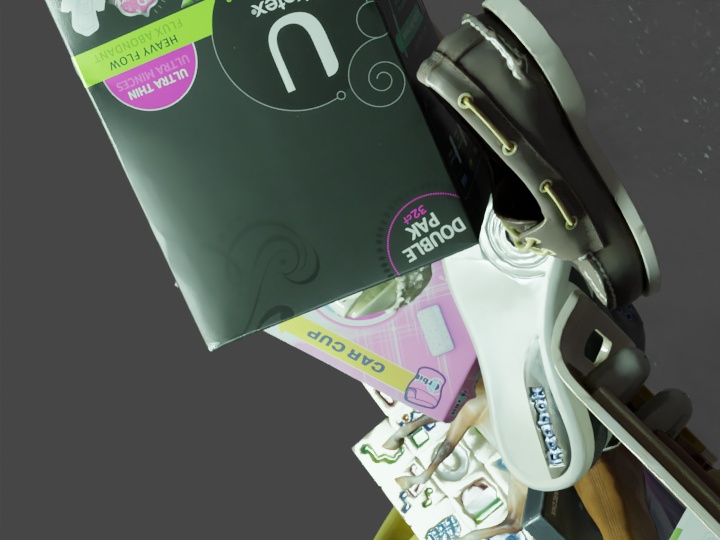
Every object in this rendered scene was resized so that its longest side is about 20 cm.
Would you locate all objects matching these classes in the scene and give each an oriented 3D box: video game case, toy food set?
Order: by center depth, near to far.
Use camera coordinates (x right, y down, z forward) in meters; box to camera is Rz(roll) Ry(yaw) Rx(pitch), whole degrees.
[{"bbox_3d":[0.183,0.095,1.230,0.200,0.060,0.143,46,-177,20],"label":"toy food set"},{"bbox_3d":[0.176,0.176,1.552,0.200,0.019,0.143,44,-152,-17],"label":"video game case"}]

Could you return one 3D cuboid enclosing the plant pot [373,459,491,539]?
[{"bbox_3d":[0.131,0.195,1.775,0.189,0.201,0.201,37,176,-3],"label":"plant pot"}]

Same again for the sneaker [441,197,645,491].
[{"bbox_3d":[0.102,0.006,1.345,0.112,0.073,0.201,-34,-60,-57],"label":"sneaker"}]

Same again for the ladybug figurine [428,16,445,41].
[{"bbox_3d":[0.028,-0.081,1.417,0.136,0.072,0.200,47,172,51],"label":"ladybug figurine"}]

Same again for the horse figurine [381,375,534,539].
[{"bbox_3d":[0.092,0.118,1.615,0.050,0.133,0.200,27,-159,-54],"label":"horse figurine"}]

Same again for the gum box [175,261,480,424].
[{"bbox_3d":[0.000,0.000,1.564,0.199,0.114,0.066,27,-172,-1],"label":"gum box"}]

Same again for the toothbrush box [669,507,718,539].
[{"bbox_3d":[0.208,0.237,1.394,0.086,0.146,0.200,21,158,31],"label":"toothbrush box"}]

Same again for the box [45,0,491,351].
[{"bbox_3d":[-0.040,-0.091,1.207,0.124,0.148,0.201,-69,-43,-71],"label":"box"}]

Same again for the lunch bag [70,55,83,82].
[{"bbox_3d":[-0.111,-0.130,1.856,0.200,0.160,0.077,54,175,3],"label":"lunch bag"}]

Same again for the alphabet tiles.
[{"bbox_3d":[0.094,0.118,1.656,0.200,0.166,0.006,52,-166,14],"label":"alphabet tiles"}]

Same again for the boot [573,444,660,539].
[{"bbox_3d":[0.125,0.109,1.441,0.188,0.068,0.201,59,-165,-52],"label":"boot"}]

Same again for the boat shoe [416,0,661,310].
[{"bbox_3d":[0.086,-0.045,1.194,0.072,0.059,0.200,47,172,45],"label":"boat shoe"}]

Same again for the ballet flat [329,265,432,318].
[{"bbox_3d":[0.002,-0.008,1.394,0.072,0.072,0.200,52,170,9],"label":"ballet flat"}]
